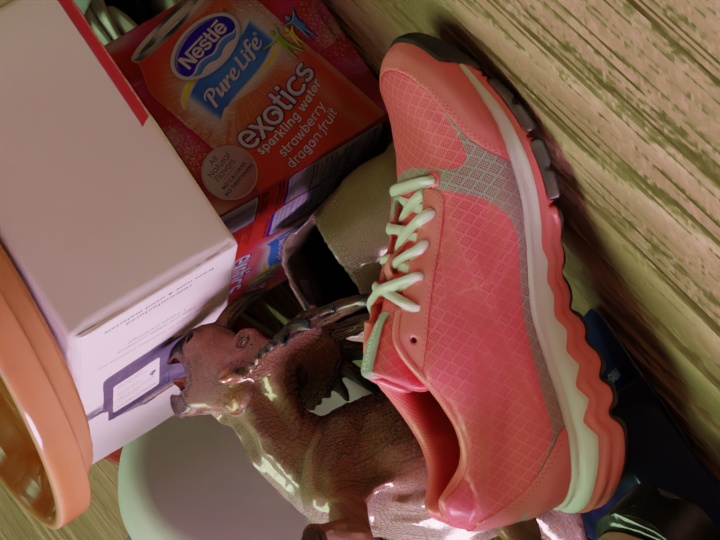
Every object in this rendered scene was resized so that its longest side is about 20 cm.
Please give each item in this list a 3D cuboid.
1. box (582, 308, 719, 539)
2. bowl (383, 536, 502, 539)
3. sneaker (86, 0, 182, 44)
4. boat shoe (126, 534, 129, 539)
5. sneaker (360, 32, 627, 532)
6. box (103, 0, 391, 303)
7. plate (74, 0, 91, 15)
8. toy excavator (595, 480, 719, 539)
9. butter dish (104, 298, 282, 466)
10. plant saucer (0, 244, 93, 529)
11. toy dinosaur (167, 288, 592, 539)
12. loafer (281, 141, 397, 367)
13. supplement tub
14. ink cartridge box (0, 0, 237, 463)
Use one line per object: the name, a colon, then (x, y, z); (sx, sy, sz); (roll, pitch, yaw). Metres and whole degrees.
box: (0.131, 0.116, 1.233); (0.200, 0.032, 0.121); (56, 165, 8)
bowl: (0.077, 0.175, 1.324); (0.200, 0.108, 0.200); (33, -157, -16)
sneaker: (-0.109, -0.097, 1.474); (0.200, 0.074, 0.116); (65, 166, -21)
boat shoe: (-0.074, 0.128, 1.654); (0.070, 0.201, 0.072); (2, 149, 26)
sneaker: (0.036, 0.007, 1.158); (0.074, 0.087, 0.201); (-20, 89, 69)
box: (-0.060, -0.053, 1.357); (0.096, 0.100, 0.200); (56, 165, 10)
plate: (-0.180, -0.196, 1.435); (0.200, 0.032, 0.200); (125, 128, -65)
toy excavator: (0.158, 0.203, 1.140); (0.194, 0.100, 0.200); (17, 135, 35)
butter dish: (-0.143, 0.039, 1.581); (0.199, 0.148, 0.200); (34, -171, -29)
plant saucer: (-0.168, 0.016, 1.256); (0.200, 0.032, 0.200); (53, 164, 22)
toy dinosaur: (0.022, 0.074, 1.224); (0.086, 0.199, 0.136); (122, 155, -61)
loafer: (0.000, 0.000, 1.327); (0.076, 0.068, 0.200); (59, 163, 18)
supplement tub: (-0.036, 0.148, 1.494); (0.145, 0.144, 0.200); (46, 159, 36)
ink cartridge box: (-0.130, -0.014, 1.298); (0.145, 0.084, 0.200); (56, 164, 13)
